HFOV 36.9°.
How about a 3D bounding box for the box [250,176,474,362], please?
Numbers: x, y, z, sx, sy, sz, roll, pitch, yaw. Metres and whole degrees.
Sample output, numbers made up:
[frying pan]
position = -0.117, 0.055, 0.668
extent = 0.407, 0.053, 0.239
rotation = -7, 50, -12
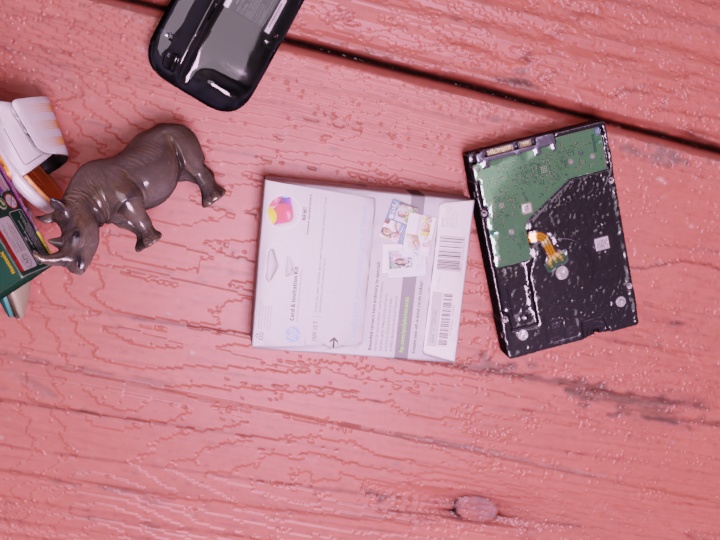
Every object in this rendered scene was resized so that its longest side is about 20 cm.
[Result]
[box]
position = 0.000, 0.000, 1.014
extent = 0.196, 0.041, 0.159
rotation = 4, 99, -10

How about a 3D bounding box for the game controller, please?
[game controller]
position = -0.106, -0.246, 0.963
extent = 0.103, 0.042, 0.202
rotation = 28, 95, -26

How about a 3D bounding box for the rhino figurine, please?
[rhino figurine]
position = -0.202, -0.060, 0.925
extent = 0.199, 0.059, 0.088
rotation = -39, 100, -37

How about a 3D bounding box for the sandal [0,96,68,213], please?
[sandal]
position = -0.302, -0.142, 0.926
extent = 0.059, 0.079, 0.208
rotation = -32, 101, 1

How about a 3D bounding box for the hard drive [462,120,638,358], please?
[hard drive]
position = 0.183, -0.030, 1.037
extent = 0.137, 0.038, 0.204
rotation = -15, 102, -6

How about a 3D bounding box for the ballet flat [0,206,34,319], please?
[ballet flat]
position = -0.324, -0.058, 0.948
extent = 0.069, 0.069, 0.203
rotation = -25, 102, -3

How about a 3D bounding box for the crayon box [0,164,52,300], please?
[crayon box]
position = -0.376, -0.048, 0.895
extent = 0.171, 0.058, 0.202
rotation = -29, 94, 21
